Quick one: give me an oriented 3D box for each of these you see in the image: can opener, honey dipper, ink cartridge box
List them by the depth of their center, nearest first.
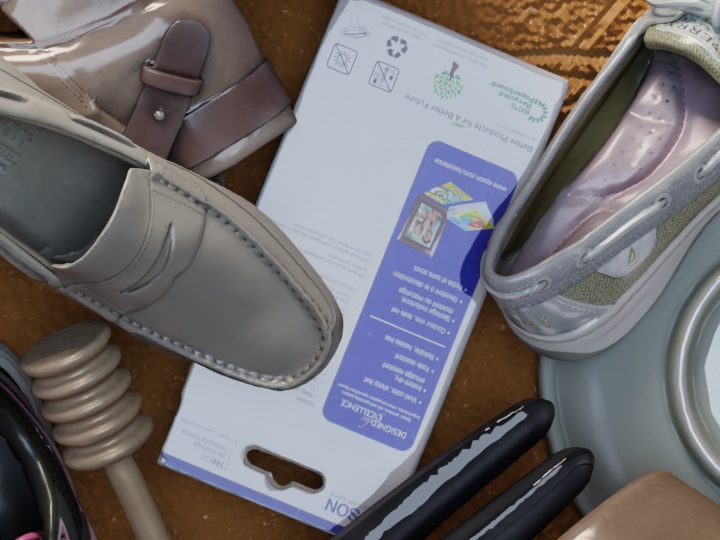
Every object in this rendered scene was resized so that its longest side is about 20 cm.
[{"bbox_3d":[0.003,0.122,1.112,0.200,0.079,0.063,-46,69,0],"label":"can opener"},{"bbox_3d":[-0.075,0.115,1.126,0.038,0.038,0.201,-23,108,-4],"label":"honey dipper"},{"bbox_3d":[0.000,0.000,1.152,0.099,0.039,0.201,23,87,-4],"label":"ink cartridge box"}]

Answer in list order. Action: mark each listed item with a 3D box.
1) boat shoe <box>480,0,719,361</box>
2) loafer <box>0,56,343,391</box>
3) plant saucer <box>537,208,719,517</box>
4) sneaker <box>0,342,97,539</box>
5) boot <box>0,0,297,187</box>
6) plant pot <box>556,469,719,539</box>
[{"bbox_3d":[0.118,-0.059,1.132,0.074,0.065,0.202,35,82,32],"label":"boat shoe"},{"bbox_3d":[-0.092,-0.014,1.069,0.199,0.070,0.070,31,104,-14],"label":"loafer"},{"bbox_3d":[0.171,0.041,1.160,0.198,0.050,0.202,0,90,-4],"label":"plant saucer"},{"bbox_3d":[-0.129,0.123,1.117,0.080,0.086,0.201,-29,93,-2],"label":"sneaker"},{"bbox_3d":[-0.129,-0.043,1.123,0.146,0.070,0.200,43,104,-10],"label":"boot"},{"bbox_3d":[0.128,0.173,1.095,0.200,0.200,0.175,-39,79,-4],"label":"plant pot"}]
